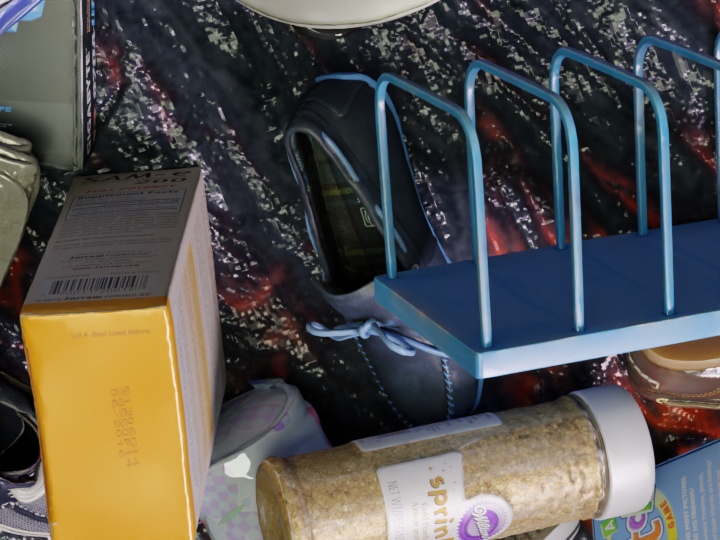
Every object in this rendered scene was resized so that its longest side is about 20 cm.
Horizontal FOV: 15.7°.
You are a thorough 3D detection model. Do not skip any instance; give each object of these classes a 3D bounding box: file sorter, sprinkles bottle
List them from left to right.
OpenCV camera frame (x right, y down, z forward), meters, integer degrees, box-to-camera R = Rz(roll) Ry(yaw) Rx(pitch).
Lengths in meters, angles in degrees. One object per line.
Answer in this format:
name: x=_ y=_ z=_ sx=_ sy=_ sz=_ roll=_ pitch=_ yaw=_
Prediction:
sprinkles bottle: x=0.049 y=0.110 z=1.340 sx=0.199 sy=0.068 sz=0.069 roll=-11 pitch=112 yaw=-16
file sorter: x=0.119 y=-0.040 z=1.251 sx=0.199 sy=0.139 sz=0.123 roll=-9 pitch=108 yaw=-18

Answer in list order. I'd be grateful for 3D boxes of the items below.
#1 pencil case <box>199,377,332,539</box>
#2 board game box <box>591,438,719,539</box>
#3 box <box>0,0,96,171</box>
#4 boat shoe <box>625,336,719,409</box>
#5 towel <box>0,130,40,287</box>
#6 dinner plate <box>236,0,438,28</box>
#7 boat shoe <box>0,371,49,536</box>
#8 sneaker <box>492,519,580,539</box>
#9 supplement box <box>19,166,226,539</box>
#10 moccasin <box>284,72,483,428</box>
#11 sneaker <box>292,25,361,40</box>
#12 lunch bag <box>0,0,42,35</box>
pencil case: x=-0.028 y=0.159 z=1.406 sx=0.091 sy=0.083 sz=0.200 roll=-12 pitch=115 yaw=49
board game box: x=0.208 y=0.150 z=1.320 sx=0.200 sy=0.152 sz=0.037 roll=-26 pitch=139 yaw=33
box: x=-0.234 y=-0.137 z=1.331 sx=0.199 sy=0.046 sz=0.160 roll=5 pitch=112 yaw=4
boat shoe: x=0.234 y=0.032 z=1.345 sx=0.199 sy=0.071 sz=0.070 roll=-3 pitch=148 yaw=1
towel: x=-0.248 y=-0.013 z=1.359 sx=0.132 sy=0.035 sz=0.200 roll=22 pitch=130 yaw=-9
dinner plate: x=0.000 y=-0.208 z=1.222 sx=0.199 sy=0.024 sz=0.201 roll=-8 pitch=69 yaw=20
boat shoe: x=-0.178 y=0.098 z=1.347 sx=0.200 sy=0.093 sz=0.075 roll=34 pitch=81 yaw=-46
sneaker: x=0.054 y=0.182 z=1.353 sx=0.078 sy=0.200 sz=0.080 roll=15 pitch=118 yaw=34
supplement box: x=-0.115 y=0.040 z=1.306 sx=0.073 sy=0.200 sz=0.127 roll=-4 pitch=110 yaw=3
moccasin: x=0.000 y=0.000 z=1.342 sx=0.080 sy=0.068 sz=0.201 roll=-11 pitch=110 yaw=36
sneaker: x=0.029 y=-0.187 z=1.256 sx=0.069 sy=0.100 sz=0.200 roll=32 pitch=112 yaw=-10
lunch bag: x=-0.241 y=-0.148 z=1.245 sx=0.200 sy=0.076 sz=0.160 roll=-39 pitch=89 yaw=2
